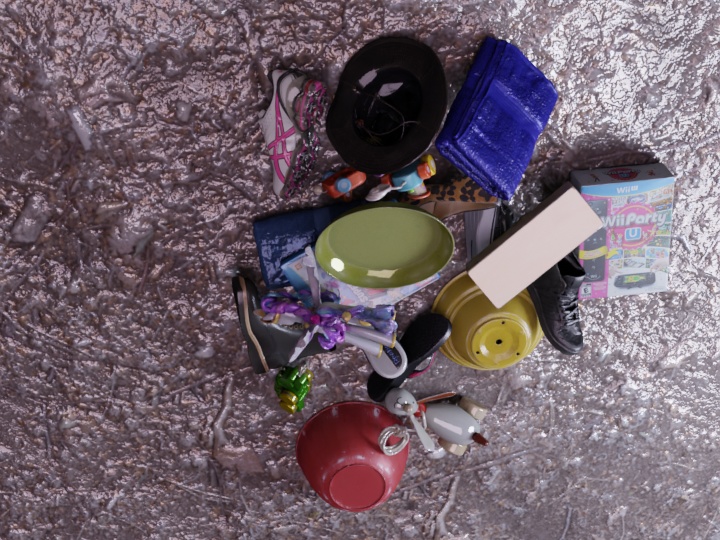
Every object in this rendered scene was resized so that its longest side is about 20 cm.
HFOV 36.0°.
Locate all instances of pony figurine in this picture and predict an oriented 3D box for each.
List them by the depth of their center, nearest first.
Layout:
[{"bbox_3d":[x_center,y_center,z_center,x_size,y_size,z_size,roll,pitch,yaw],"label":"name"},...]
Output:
[{"bbox_3d":[-0.050,0.068,1.595,0.200,0.193,0.167,13,76,-8],"label":"pony figurine"}]

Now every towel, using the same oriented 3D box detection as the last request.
[{"bbox_3d":[0.199,-0.216,1.563,0.148,0.050,0.200,36,67,-21],"label":"towel"},{"bbox_3d":[-0.061,-0.041,1.689,0.200,0.049,0.112,-11,103,2],"label":"towel"}]

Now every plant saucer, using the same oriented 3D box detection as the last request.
[{"bbox_3d":[0.034,-0.040,1.587,0.200,0.031,0.200,-1,146,-1],"label":"plant saucer"}]

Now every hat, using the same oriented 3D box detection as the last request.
[{"bbox_3d":[0.052,-0.226,1.582,0.201,0.201,0.081,-41,154,16],"label":"hat"}]

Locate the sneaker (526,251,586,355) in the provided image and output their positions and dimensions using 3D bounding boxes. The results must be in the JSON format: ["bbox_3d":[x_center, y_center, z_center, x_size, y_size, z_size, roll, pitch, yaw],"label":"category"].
[{"bbox_3d":[0.312,0.030,1.717,0.060,0.104,0.200,-21,83,-32],"label":"sneaker"}]

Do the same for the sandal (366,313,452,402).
[{"bbox_3d":[0.085,0.143,1.805,0.045,0.075,0.200,22,124,-32],"label":"sandal"}]

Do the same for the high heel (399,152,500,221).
[{"bbox_3d":[0.124,-0.076,1.641,0.071,0.143,0.200,11,118,-41],"label":"high heel"}]

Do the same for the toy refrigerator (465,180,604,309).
[{"bbox_3d":[0.257,-0.039,1.647,0.200,0.070,0.076,-40,96,11],"label":"toy refrigerator"}]

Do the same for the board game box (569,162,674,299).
[{"bbox_3d":[0.402,-0.060,1.725,0.147,0.064,0.200,-6,118,-2],"label":"board game box"}]

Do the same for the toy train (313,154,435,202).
[{"bbox_3d":[0.028,-0.123,1.599,0.150,0.200,0.056,-31,113,-16],"label":"toy train"}]

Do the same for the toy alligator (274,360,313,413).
[{"bbox_3d":[-0.113,0.177,1.781,0.054,0.059,0.200,30,154,11],"label":"toy alligator"}]

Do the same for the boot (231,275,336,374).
[{"bbox_3d":[-0.120,0.071,1.739,0.138,0.078,0.200,-14,139,-3],"label":"boot"}]

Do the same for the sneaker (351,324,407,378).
[{"bbox_3d":[0.007,0.083,1.763,0.073,0.112,0.200,-27,84,-1],"label":"sneaker"}]

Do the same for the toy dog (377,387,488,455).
[{"bbox_3d":[0.136,0.252,1.814,0.200,0.096,0.132,0,107,-32],"label":"toy dog"}]

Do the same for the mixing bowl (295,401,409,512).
[{"bbox_3d":[-0.008,0.333,1.874,0.200,0.108,0.200,-2,118,-5],"label":"mixing bowl"}]

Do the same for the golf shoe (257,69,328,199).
[{"bbox_3d":[-0.106,-0.199,1.609,0.092,0.073,0.200,26,125,19],"label":"golf shoe"}]

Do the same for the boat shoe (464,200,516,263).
[{"bbox_3d":[0.202,-0.077,1.702,0.071,0.072,0.200,-11,125,-15],"label":"boat shoe"}]

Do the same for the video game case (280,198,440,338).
[{"bbox_3d":[0.000,0.000,1.669,0.200,0.018,0.143,-29,110,7],"label":"video game case"}]

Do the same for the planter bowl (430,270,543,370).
[{"bbox_3d":[0.215,0.096,1.780,0.200,0.083,0.201,-2,118,-4],"label":"planter bowl"}]
